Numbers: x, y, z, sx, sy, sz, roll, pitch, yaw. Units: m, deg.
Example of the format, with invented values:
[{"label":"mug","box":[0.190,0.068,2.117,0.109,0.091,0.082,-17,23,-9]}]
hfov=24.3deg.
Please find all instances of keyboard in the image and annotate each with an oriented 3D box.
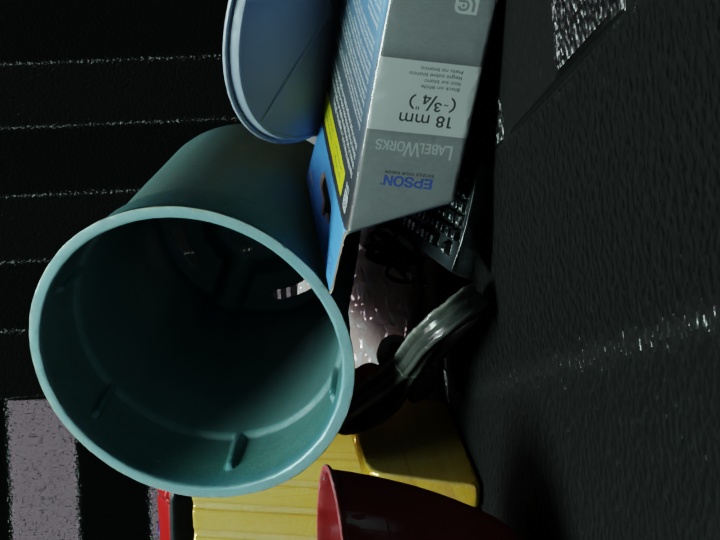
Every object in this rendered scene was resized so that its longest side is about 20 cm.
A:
[{"label":"keyboard","box":[0.023,-0.041,1.019,0.200,0.040,0.104,-140,54,-70]}]

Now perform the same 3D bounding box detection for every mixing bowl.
[{"label":"mixing bowl","box":[0.040,0.196,0.848,0.200,0.108,0.201,177,90,-85]}]

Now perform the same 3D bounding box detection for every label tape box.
[{"label":"label tape box","box":[0.020,-0.105,0.961,0.144,0.063,0.200,-102,20,-58]}]

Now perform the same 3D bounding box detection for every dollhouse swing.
[{"label":"dollhouse swing","box":[-0.021,0.201,1.103,0.182,0.175,0.201,-110,19,-70]}]

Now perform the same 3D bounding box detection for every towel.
[{"label":"towel","box":[0.000,0.000,1.205,0.200,0.032,0.192,-147,53,-61]}]

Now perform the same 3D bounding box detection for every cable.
[{"label":"cable","box":[0.022,0.050,1.021,0.050,0.097,0.200,58,168,14]}]

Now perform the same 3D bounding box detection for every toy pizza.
[{"label":"toy pizza","box":[-0.022,-0.173,1.015,0.200,0.032,0.201,-41,-34,-35]}]

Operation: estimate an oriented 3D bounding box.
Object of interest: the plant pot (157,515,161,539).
[{"label":"plant pot","box":[-0.061,0.143,1.389,0.200,0.199,0.180,118,156,-78]}]

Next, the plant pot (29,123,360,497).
[{"label":"plant pot","box":[-0.088,0.008,1.083,0.196,0.200,0.201,-72,-15,-61]}]

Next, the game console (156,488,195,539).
[{"label":"game console","box":[-0.046,0.205,1.226,0.031,0.199,0.177,-134,41,-68]}]
